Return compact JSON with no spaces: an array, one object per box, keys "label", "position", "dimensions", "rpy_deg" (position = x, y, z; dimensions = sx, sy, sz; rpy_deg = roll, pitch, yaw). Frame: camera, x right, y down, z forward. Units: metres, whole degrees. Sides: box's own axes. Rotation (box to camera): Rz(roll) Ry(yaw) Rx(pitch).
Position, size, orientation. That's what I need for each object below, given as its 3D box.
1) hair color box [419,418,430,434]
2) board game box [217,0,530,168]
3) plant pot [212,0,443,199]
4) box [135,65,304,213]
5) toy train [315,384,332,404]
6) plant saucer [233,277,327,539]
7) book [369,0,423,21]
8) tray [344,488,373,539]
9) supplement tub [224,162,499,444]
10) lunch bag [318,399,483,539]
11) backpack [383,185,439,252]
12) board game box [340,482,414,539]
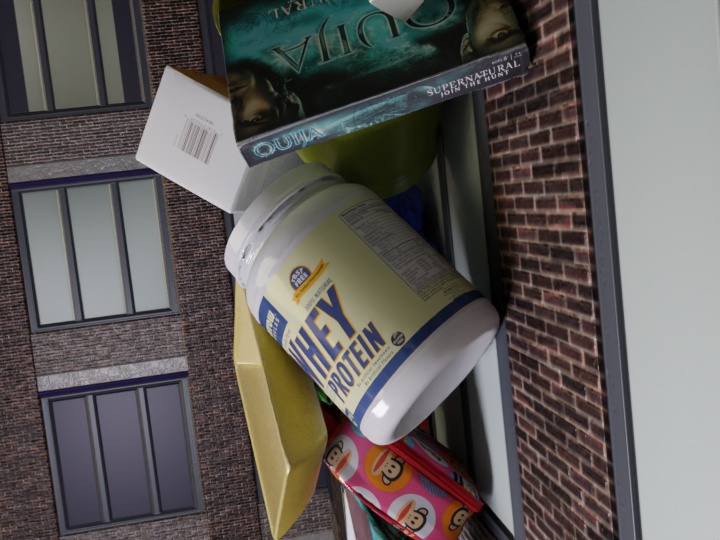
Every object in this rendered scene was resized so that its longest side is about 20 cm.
[{"label":"hair color box","position":[0.047,0.180,1.063],"dimensions":[0.101,0.060,0.203],"rpy_deg":[178,86,-83]},{"label":"board game box","position":[0.003,-0.158,0.592],"dimensions":[0.028,0.197,0.137],"rpy_deg":[63,-169,-55]},{"label":"plant pot","position":[-0.005,-0.169,0.750],"dimensions":[0.194,0.197,0.202],"rpy_deg":[75,-178,-52]},{"label":"box","position":[-0.111,-0.131,0.888],"dimensions":[0.199,0.123,0.099],"rpy_deg":[-12,-52,-66]},{"label":"toy train","position":[-0.056,0.139,1.012],"dimensions":[0.057,0.041,0.200],"rpy_deg":[58,-170,-5]},{"label":"plant saucer","position":[-0.076,0.123,0.806],"dimensions":[0.201,0.048,0.202],"rpy_deg":[104,152,-56]},{"label":"book","position":[0.039,-0.285,0.573],"dimensions":[0.133,0.048,0.202],"rpy_deg":[-40,47,37]},{"label":"tray","position":[0.009,0.316,0.850],"dimensions":[0.200,0.022,0.109],"rpy_deg":[-111,17,-66]},{"label":"supplement tub","position":[-0.002,0.023,0.703],"dimensions":[0.200,0.145,0.146],"rpy_deg":[44,157,18]},{"label":"lunch bag","position":[0.021,0.182,0.848],"dimensions":[0.082,0.175,0.200],"rpy_deg":[-54,6,-2]},{"label":"backpack","position":[0.000,0.000,0.899],"dimensions":[0.163,0.166,0.201],"rpy_deg":[101,-167,-55]},{"label":"board game box","position":[0.037,0.318,1.003],"dimensions":[0.135,0.028,0.201],"rpy_deg":[40,156,38]}]
